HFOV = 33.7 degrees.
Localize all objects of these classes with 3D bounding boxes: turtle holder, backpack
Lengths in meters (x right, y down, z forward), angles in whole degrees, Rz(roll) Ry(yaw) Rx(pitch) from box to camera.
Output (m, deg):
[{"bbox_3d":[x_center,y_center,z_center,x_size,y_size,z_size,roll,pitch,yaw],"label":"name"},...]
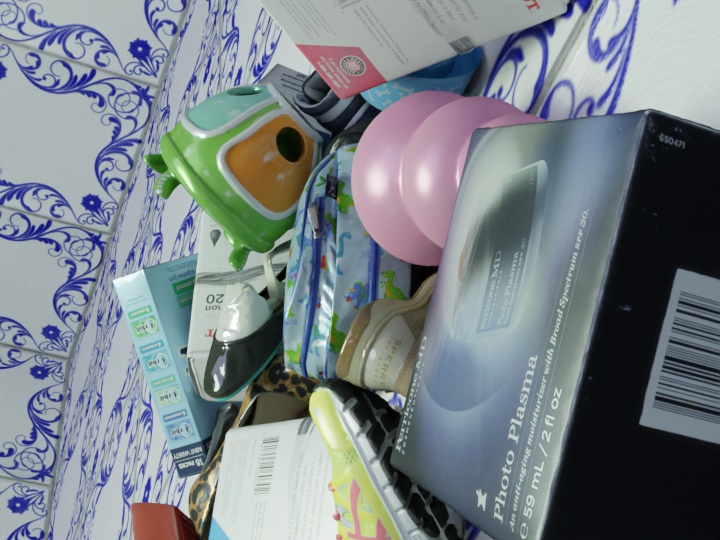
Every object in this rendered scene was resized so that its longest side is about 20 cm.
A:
[{"bbox_3d":[-0.100,-0.095,1.063,0.132,0.141,0.186,-44,-1,5],"label":"turtle holder"},{"bbox_3d":[0.000,0.000,0.966,0.164,0.151,0.203,104,156,-57],"label":"backpack"}]

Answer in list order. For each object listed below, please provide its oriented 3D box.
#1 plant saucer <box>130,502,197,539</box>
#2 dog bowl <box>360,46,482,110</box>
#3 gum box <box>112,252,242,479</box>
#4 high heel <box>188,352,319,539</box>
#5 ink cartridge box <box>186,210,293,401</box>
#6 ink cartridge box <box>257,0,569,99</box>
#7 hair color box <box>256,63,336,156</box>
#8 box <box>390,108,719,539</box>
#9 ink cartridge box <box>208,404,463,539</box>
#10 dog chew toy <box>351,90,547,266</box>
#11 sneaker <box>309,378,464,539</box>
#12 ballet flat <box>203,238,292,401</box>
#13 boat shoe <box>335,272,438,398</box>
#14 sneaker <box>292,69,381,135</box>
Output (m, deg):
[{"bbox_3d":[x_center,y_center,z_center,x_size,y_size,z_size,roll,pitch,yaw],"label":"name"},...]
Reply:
[{"bbox_3d":[-0.119,0.303,1.047,0.037,0.200,0.200,-41,23,2],"label":"plant saucer"},{"bbox_3d":[0.041,-0.203,1.038,0.202,0.109,0.050,-97,14,-47],"label":"dog bowl"},{"bbox_3d":[-0.157,0.086,1.208,0.044,0.170,0.203,-19,92,25],"label":"gum box"},{"bbox_3d":[-0.084,0.159,1.049,0.200,0.071,0.144,-38,32,44],"label":"high heel"},{"bbox_3d":[-0.087,0.020,1.158,0.085,0.143,0.203,84,-175,-56],"label":"ink cartridge box"},{"bbox_3d":[0.035,-0.227,0.869,0.197,0.147,0.084,-18,51,24],"label":"ink cartridge box"},{"bbox_3d":[-0.070,-0.157,1.253,0.200,0.099,0.061,-71,1,-68],"label":"hair color box"},{"bbox_3d":[0.117,0.036,0.598,0.198,0.121,0.203,-168,92,-73],"label":"box"},{"bbox_3d":[-0.022,0.187,0.864,0.198,0.085,0.149,-14,61,45],"label":"ink cartridge box"},{"bbox_3d":[0.075,-0.063,0.814,0.199,0.123,0.127,8,84,63],"label":"dog chew toy"},{"bbox_3d":[0.009,0.164,0.716,0.089,0.202,0.078,-28,-4,18],"label":"sneaker"},{"bbox_3d":[-0.081,0.025,1.058,0.067,0.069,0.200,4,42,49],"label":"ballet flat"},{"bbox_3d":[0.053,0.050,0.775,0.199,0.064,0.072,-18,-51,-63],"label":"boat shoe"},{"bbox_3d":[-0.011,-0.159,1.115,0.070,0.108,0.200,-51,18,7],"label":"sneaker"}]
